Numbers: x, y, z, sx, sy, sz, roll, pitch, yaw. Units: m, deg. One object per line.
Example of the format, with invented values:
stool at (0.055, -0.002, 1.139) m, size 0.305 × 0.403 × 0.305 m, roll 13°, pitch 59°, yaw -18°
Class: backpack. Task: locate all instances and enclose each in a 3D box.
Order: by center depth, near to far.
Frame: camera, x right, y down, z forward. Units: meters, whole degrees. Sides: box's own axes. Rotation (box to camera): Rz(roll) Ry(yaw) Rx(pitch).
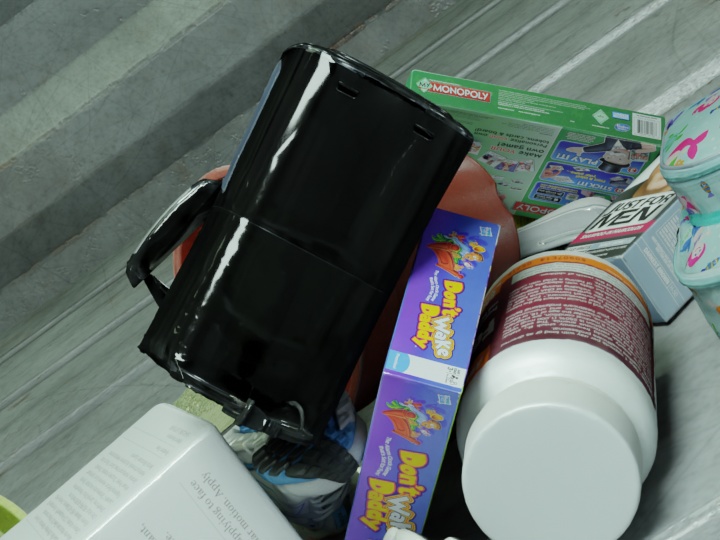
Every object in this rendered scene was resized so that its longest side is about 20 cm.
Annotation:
backpack at (0.257, -0.040, 0.913) m, size 0.177 × 0.151 × 0.201 m, roll -29°, pitch 20°, yaw 28°

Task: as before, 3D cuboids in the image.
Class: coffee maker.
coffee maker at (-0.023, -0.013, 0.912) m, size 0.192 × 0.134 × 0.202 m, roll 26°, pitch 89°, yaw 55°

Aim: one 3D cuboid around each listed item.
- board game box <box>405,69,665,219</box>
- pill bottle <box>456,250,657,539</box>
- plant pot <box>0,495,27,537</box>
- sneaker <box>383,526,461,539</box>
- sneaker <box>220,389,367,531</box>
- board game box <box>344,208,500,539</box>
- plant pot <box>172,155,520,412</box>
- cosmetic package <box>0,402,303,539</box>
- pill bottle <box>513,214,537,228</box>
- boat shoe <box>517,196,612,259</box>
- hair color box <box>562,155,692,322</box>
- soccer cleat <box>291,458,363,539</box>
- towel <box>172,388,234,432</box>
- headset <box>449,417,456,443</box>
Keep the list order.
board game box at (0.120, -0.090, 1.257) m, size 0.135 × 0.198 × 0.029 m, roll 114°, pitch 164°, yaw -61°
pill bottle at (0.115, 0.075, 0.940) m, size 0.114 × 0.115 × 0.200 m, roll -32°, pitch 13°, yaw 20°
plant pot at (-0.369, 0.297, 1.358) m, size 0.200 × 0.201 × 0.184 m, roll -46°, pitch 4°, yaw -34°
sneaker at (0.049, 0.193, 0.852) m, size 0.084 × 0.080 × 0.200 m, roll -58°, pitch 11°, yaw -14°
sneaker at (-0.027, 0.127, 1.023) m, size 0.075 × 0.087 × 0.200 m, roll -39°, pitch 9°, yaw -14°
board game box at (0.033, 0.083, 0.971) m, size 0.201 × 0.044 × 0.135 m, roll 101°, pitch -175°, yaw -46°
plant pot at (0.000, 0.000, 1.174) m, size 0.194 × 0.203 × 0.200 m, roll -21°, pitch 0°, yaw -40°
cosmetic package at (-0.136, 0.214, 1.016) m, size 0.200 × 0.165 × 0.165 m, roll -39°, pitch 12°, yaw -14°
pill bottle at (0.056, -0.040, 1.360) m, size 0.198 × 0.116 × 0.114 m, roll -17°, pitch 6°, yaw -19°
boat shoe at (0.120, 0.013, 1.269) m, size 0.198 × 0.072 × 0.069 m, roll -22°, pitch 17°, yaw 21°
hair color box at (0.236, -0.046, 1.157) m, size 0.200 × 0.061 × 0.099 m, roll -42°, pitch 13°, yaw -22°
soccer cleat at (-0.021, 0.161, 1.142) m, size 0.199 × 0.069 × 0.078 m, roll 0°, pitch 70°, yaw 56°
towel at (-0.100, 0.116, 1.357) m, size 0.200 × 0.036 × 0.149 m, roll -47°, pitch 34°, yaw 25°
headset at (0.108, 0.072, 1.117) m, size 0.123 × 0.094 × 0.200 m, roll -44°, pitch -2°, yaw -44°
